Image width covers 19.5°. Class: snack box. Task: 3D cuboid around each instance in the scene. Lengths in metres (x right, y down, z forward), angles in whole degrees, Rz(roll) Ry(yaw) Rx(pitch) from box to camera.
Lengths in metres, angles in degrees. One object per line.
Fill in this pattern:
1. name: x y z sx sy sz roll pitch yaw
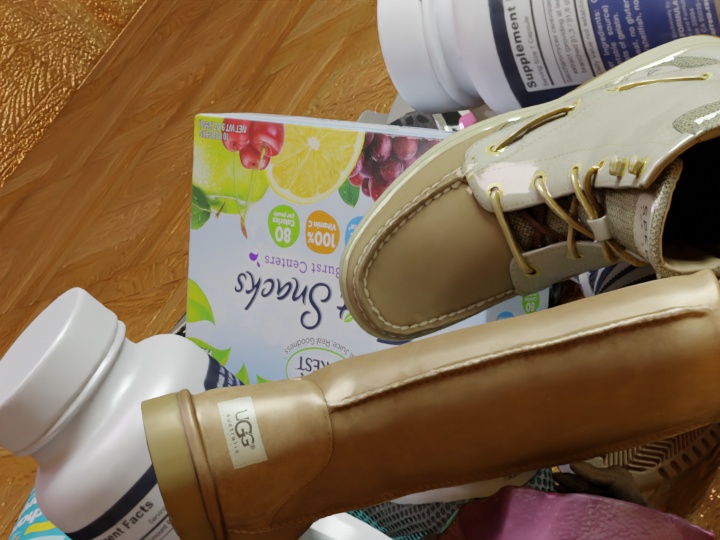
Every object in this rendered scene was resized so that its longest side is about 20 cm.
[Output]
1. snack box: 0.000 0.000 1.024 0.199 0.053 0.143 8 100 42

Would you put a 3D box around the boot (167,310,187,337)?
1. boot: -0.104 0.091 1.323 0.204 0.073 0.154 -50 19 3

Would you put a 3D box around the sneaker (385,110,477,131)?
1. sneaker: -0.008 -0.048 1.249 0.200 0.087 0.074 -19 78 51

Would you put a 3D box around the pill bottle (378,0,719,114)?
1. pill bottle: 0.114 -0.128 1.001 0.199 0.111 0.111 -6 39 30

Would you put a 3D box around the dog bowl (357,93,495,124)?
1. dog bowl: 0.080 -0.125 1.348 0.200 0.059 0.200 -45 16 17

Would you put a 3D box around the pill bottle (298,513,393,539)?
1. pill bottle: -0.049 0.201 0.856 0.200 0.111 0.111 -57 18 -24

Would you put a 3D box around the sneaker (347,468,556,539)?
1. sneaker: 0.027 0.105 0.911 0.077 0.091 0.200 -30 11 -22

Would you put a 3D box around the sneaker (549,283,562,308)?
1. sneaker: 0.101 -0.032 1.078 0.200 0.073 0.112 -53 18 17

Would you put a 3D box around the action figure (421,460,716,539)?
1. action figure: 0.060 0.176 0.712 0.134 0.148 0.201 102 174 -54

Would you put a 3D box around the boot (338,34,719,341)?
1. boot: 0.089 -0.021 0.815 0.199 0.072 0.155 -29 17 -1

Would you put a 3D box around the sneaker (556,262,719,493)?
1. sneaker: 0.113 0.026 0.893 0.108 0.070 0.200 -20 26 50

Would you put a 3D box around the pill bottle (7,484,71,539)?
1. pill bottle: -0.151 0.180 1.171 0.111 0.111 0.200 -38 20 34

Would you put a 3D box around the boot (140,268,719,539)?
1. boot: 0.029 0.063 0.769 0.199 0.066 0.175 -14 -12 -3

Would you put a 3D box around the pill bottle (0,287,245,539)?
1. pill bottle: -0.087 0.102 1.019 0.111 0.200 0.111 -44 17 17
